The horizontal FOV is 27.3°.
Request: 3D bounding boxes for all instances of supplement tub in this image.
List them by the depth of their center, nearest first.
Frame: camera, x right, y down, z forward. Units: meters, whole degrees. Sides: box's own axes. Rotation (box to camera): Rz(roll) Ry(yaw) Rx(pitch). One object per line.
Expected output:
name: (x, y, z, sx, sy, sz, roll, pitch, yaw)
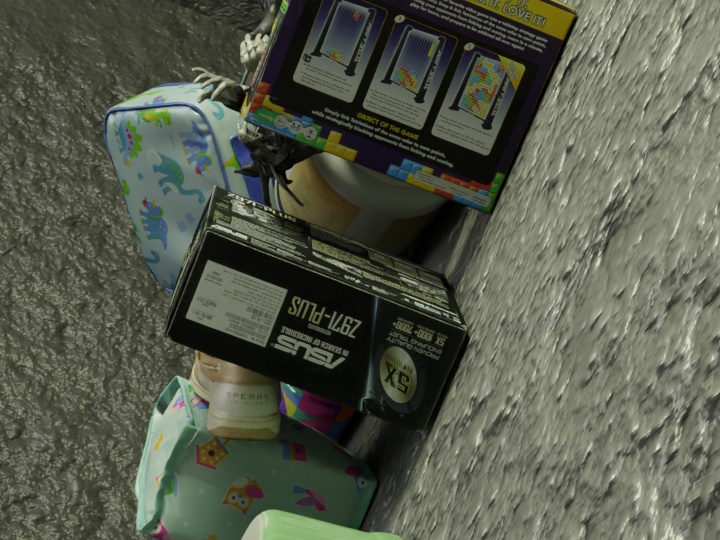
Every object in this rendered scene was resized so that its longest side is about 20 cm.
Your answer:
supplement tub: (0.014, -0.096, 1.273, 0.200, 0.144, 0.145, 129, 160, -64)

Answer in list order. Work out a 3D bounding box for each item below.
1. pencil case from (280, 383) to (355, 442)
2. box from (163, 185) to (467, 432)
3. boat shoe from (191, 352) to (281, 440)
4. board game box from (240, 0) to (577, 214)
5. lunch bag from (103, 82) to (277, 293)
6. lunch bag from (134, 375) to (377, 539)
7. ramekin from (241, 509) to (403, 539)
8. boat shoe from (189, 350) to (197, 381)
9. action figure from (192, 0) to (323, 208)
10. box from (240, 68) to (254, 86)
pencil case: (-0.059, 0.143, 1.374, 0.089, 0.088, 0.200, -77, 13, -45)
box: (-0.035, 0.024, 1.096, 0.164, 0.199, 0.086, -104, 36, -75)
boat shoe: (-0.091, 0.073, 1.153, 0.200, 0.073, 0.069, -135, 50, -73)
board game box: (0.033, -0.155, 1.090, 0.057, 0.199, 0.166, -108, 40, -73)
lunch bag: (-0.145, -0.074, 1.381, 0.160, 0.201, 0.082, 1, 24, 43)
lunch bag: (-0.093, 0.167, 1.219, 0.200, 0.170, 0.122, -140, 71, -76)
ramekin: (-0.050, 0.256, 0.976, 0.200, 0.097, 0.201, -159, 90, -82)
boat shoe: (-0.090, 0.057, 1.397, 0.200, 0.076, 0.072, -51, -30, -41)
action figure: (-0.075, -0.149, 1.178, 0.119, 0.102, 0.201, -21, 56, 46)
box: (-0.022, -0.166, 1.488, 0.117, 0.199, 0.060, 118, 171, -52)
